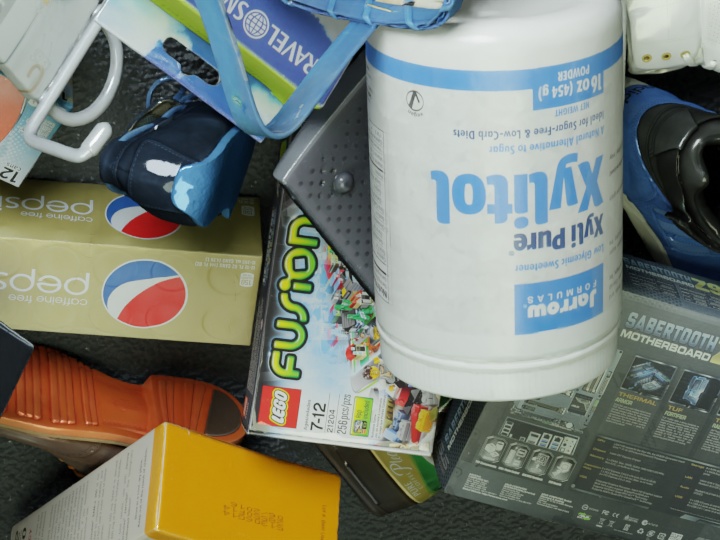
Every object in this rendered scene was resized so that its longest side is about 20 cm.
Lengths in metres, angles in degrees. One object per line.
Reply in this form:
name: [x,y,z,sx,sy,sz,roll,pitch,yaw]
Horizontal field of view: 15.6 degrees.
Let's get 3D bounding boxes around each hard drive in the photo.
hard drive: [0.048,-0.082,1.443,0.200,0.042,0.135,-48,123,-13]

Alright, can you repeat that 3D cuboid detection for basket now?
basket: [-0.020,-0.184,1.232,0.139,0.200,0.177,16,140,37]

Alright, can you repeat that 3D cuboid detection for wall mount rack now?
wall mount rack: [-0.142,-0.160,1.354,0.074,0.174,0.200,18,159,36]

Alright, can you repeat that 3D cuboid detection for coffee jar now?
coffee jar: [0.064,0.067,1.581,0.200,0.085,0.104,-27,127,14]

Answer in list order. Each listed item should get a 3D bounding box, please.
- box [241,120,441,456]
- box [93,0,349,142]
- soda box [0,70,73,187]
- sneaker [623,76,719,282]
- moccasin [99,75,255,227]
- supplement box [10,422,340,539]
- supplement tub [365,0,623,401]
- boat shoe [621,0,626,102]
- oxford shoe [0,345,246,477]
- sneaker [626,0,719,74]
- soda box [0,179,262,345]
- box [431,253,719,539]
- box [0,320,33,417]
box: [0.000,0.000,1.502,0.110,0.035,0.200,7,96,-9]
box: [-0.035,-0.179,1.351,0.122,0.048,0.200,36,78,-26]
soda box: [-0.255,-0.124,1.426,0.200,0.068,0.064,25,120,-22]
sneaker: [0.211,-0.032,1.484,0.077,0.111,0.200,-53,131,-9]
moccasin: [-0.095,-0.070,1.419,0.068,0.200,0.081,16,93,3]
supplement box: [-0.117,0.170,1.597,0.126,0.074,0.200,20,147,-28]
supplement tub: [0.070,-0.049,1.349,0.132,0.132,0.200,-4,112,-1]
boat shoe: [0.115,-0.166,1.397,0.073,0.065,0.200,-20,113,-27]
oxford shoe: [-0.173,0.099,1.598,0.200,0.071,0.073,13,129,-14]
sneaker: [0.208,-0.125,1.466,0.115,0.074,0.200,-24,115,15]
soda box: [-0.159,-0.007,1.524,0.200,0.064,0.068,4,126,-8]
box: [0.161,0.077,1.511,0.200,0.051,0.158,15,117,-17]
box: [-0.311,0.106,1.464,0.124,0.200,0.196,36,154,-28]
